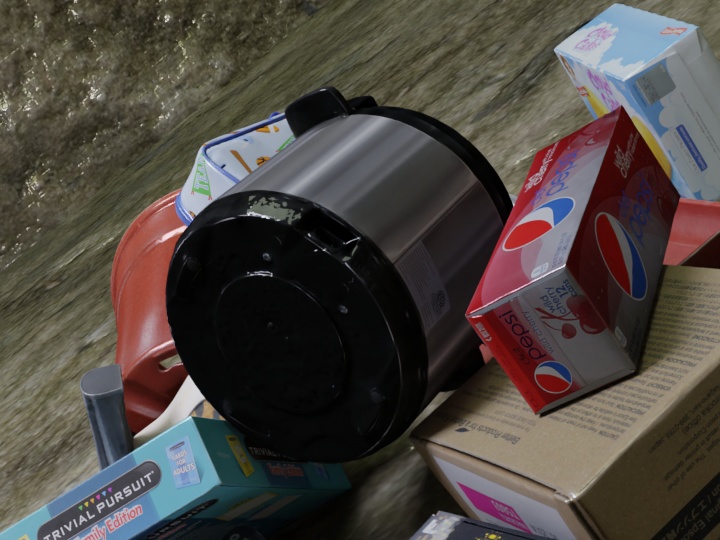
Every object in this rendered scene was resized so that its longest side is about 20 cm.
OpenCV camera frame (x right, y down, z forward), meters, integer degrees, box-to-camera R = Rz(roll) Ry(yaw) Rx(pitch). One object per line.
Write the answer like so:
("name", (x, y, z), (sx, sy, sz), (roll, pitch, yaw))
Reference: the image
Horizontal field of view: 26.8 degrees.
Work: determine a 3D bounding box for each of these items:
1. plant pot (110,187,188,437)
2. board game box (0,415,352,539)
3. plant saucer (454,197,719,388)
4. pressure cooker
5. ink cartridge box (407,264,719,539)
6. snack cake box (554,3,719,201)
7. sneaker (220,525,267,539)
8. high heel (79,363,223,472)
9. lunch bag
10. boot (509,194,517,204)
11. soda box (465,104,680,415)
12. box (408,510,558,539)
("plant pot", (-0.105, 0.064, 1.158), (0.200, 0.201, 0.196), (-31, 24, 15))
("board game box", (-0.112, 0.152, 0.959), (0.150, 0.047, 0.200), (-32, -19, 14))
("plant saucer", (0.141, 0.025, 1.005), (0.200, 0.037, 0.199), (-38, 16, -11))
("pressure cooker", (0.002, 0.000, 0.912), (0.200, 0.178, 0.177), (-43, -28, -48))
("ink cartridge box", (0.138, 0.074, 0.793), (0.165, 0.075, 0.200), (-41, 16, -13))
("snack cake box", (0.221, -0.126, 1.127), (0.067, 0.115, 0.200), (-35, 15, 3))
("sneaker", (-0.120, 0.195, 0.864), (0.198, 0.071, 0.109), (9, 33, 9))
("high heel", (-0.086, 0.118, 1.047), (0.198, 0.143, 0.072), (-5, 39, 0))
("lunch bag", (-0.036, -0.054, 1.145), (0.200, 0.160, 0.076), (-27, -31, -54))
("boot", (0.060, 0.001, 1.109), (0.200, 0.073, 0.096), (-49, -24, -20))
("soda box", (0.119, -0.012, 0.818), (0.063, 0.070, 0.200), (-28, 16, 29))
("box", (0.021, 0.205, 0.711), (0.200, 0.049, 0.161), (-43, 14, -20))
